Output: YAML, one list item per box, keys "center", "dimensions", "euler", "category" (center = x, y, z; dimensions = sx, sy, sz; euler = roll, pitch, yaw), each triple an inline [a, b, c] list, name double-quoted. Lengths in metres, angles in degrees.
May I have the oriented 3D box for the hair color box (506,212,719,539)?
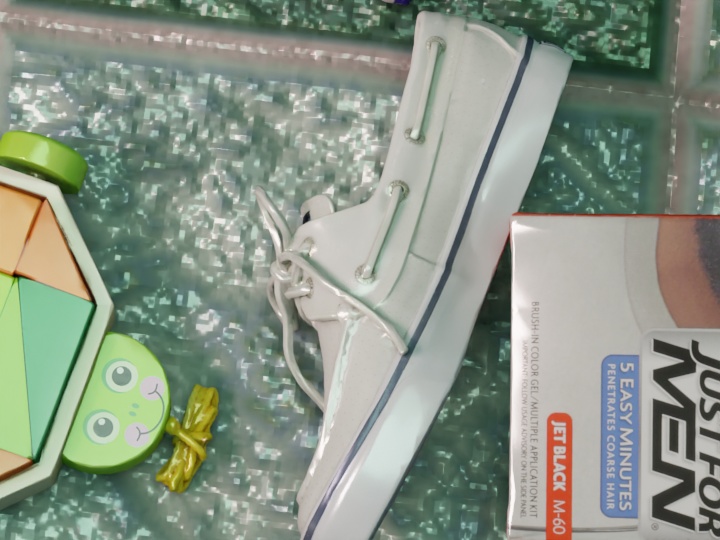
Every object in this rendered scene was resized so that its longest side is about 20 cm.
- center: [0.151, 0.037, 0.896]
  dimensions: [0.200, 0.064, 0.111]
  euler: [0, 90, 13]
  category: "hair color box"

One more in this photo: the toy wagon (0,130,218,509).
- center: [-0.144, 0.022, 0.929]
  dimensions: [0.200, 0.040, 0.155]
  euler: [19, 77, 1]
  category: "toy wagon"

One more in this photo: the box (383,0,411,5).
- center: [0.027, -0.217, 0.923]
  dimensions: [0.105, 0.184, 0.200]
  euler: [30, 77, 1]
  category: "box"

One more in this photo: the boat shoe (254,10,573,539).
- center: [0.001, -0.002, 0.928]
  dimensions: [0.086, 0.075, 0.202]
  euler: [22, 74, 1]
  category: "boat shoe"
